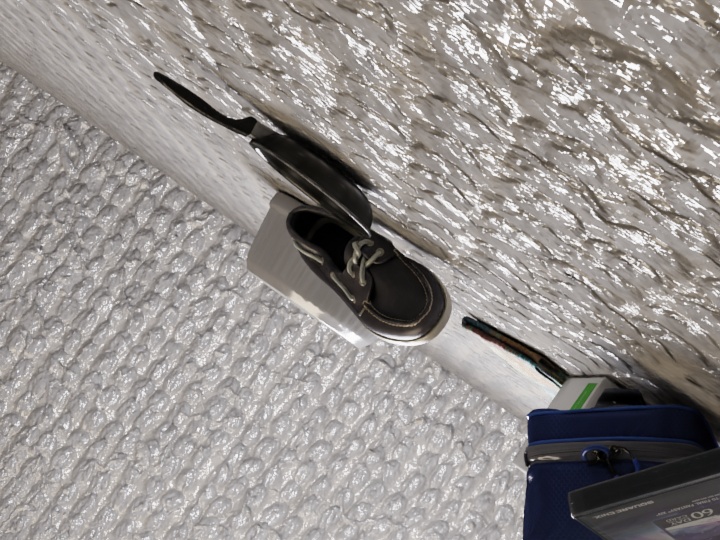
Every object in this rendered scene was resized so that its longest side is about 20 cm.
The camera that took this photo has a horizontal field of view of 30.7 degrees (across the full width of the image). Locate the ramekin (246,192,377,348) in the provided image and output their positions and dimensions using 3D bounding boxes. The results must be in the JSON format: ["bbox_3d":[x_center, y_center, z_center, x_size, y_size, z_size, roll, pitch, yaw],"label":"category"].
[{"bbox_3d":[-0.039,0.006,1.480,0.202,0.095,0.202,34,177,2],"label":"ramekin"}]

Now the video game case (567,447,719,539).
[{"bbox_3d":[0.227,0.148,0.777,0.200,0.142,0.019,40,-143,-48],"label":"video game case"}]

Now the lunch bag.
[{"bbox_3d":[0.194,0.162,0.972,0.135,0.134,0.200,-4,159,19],"label":"lunch bag"}]

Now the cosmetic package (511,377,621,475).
[{"bbox_3d":[0.207,0.161,1.181,0.085,0.108,0.200,34,175,2],"label":"cosmetic package"}]

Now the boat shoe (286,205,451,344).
[{"bbox_3d":[0.000,0.000,1.135,0.063,0.073,0.200,37,-179,-43],"label":"boat shoe"}]

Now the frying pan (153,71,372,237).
[{"bbox_3d":[-0.063,-0.088,0.982,0.190,0.031,0.115,38,177,8],"label":"frying pan"}]

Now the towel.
[{"bbox_3d":[0.204,0.122,1.374,0.200,0.022,0.146,37,175,-32],"label":"towel"}]
